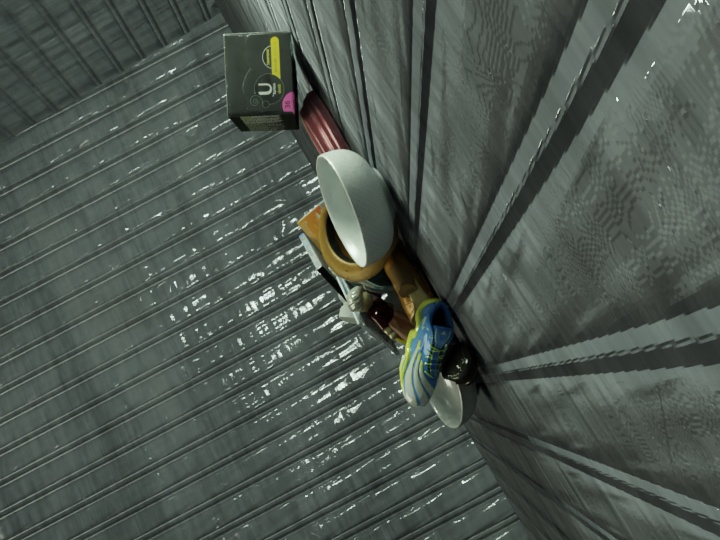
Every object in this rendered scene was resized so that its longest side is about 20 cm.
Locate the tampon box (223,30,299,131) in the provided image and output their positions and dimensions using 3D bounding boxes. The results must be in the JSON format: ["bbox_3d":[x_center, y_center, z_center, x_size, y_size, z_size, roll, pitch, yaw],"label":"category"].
[{"bbox_3d":[-0.186,-0.356,1.459,0.200,0.124,0.152,-136,43,-87],"label":"tampon box"}]

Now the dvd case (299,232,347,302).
[{"bbox_3d":[-0.074,0.000,1.749,0.143,0.018,0.200,48,-176,-29],"label":"dvd case"}]

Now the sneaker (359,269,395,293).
[{"bbox_3d":[0.029,0.011,1.534,0.199,0.080,0.077,16,-119,-50],"label":"sneaker"}]

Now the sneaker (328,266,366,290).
[{"bbox_3d":[0.000,0.000,1.617,0.082,0.075,0.199,63,-158,11],"label":"sneaker"}]

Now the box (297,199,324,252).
[{"bbox_3d":[-0.047,-0.107,1.698,0.125,0.097,0.200,50,160,-5],"label":"box"}]

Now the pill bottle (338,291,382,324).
[{"bbox_3d":[0.005,0.030,1.911,0.112,0.111,0.203,64,-144,-74],"label":"pill bottle"}]

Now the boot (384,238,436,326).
[{"bbox_3d":[0.100,0.019,1.502,0.201,0.070,0.145,52,-164,-49],"label":"boot"}]

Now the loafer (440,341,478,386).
[{"bbox_3d":[0.192,0.178,1.415,0.071,0.074,0.200,29,179,-2],"label":"loafer"}]

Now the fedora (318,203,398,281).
[{"bbox_3d":[0.008,-0.074,1.418,0.081,0.201,0.202,5,-135,-47],"label":"fedora"}]

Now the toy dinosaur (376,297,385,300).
[{"bbox_3d":[0.077,0.086,1.931,0.182,0.198,0.106,128,132,-55],"label":"toy dinosaur"}]

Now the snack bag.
[{"bbox_3d":[0.008,0.084,1.670,0.200,0.021,0.190,45,-166,-55],"label":"snack bag"}]

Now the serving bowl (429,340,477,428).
[{"bbox_3d":[0.193,0.226,1.606,0.200,0.065,0.203,164,90,-73],"label":"serving bowl"}]

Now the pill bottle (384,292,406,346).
[{"bbox_3d":[0.107,0.101,1.709,0.110,0.109,0.200,59,179,19],"label":"pill bottle"}]

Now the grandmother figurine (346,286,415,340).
[{"bbox_3d":[0.058,0.094,1.548,0.199,0.061,0.121,30,-168,-14],"label":"grandmother figurine"}]

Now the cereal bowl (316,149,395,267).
[{"bbox_3d":[0.002,-0.112,1.274,0.201,0.083,0.201,90,154,-64],"label":"cereal bowl"}]

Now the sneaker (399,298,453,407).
[{"bbox_3d":[0.120,0.143,1.368,0.105,0.075,0.203,129,150,-74],"label":"sneaker"}]

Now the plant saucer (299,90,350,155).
[{"bbox_3d":[-0.069,-0.271,1.570,0.202,0.050,0.201,59,178,3],"label":"plant saucer"}]
